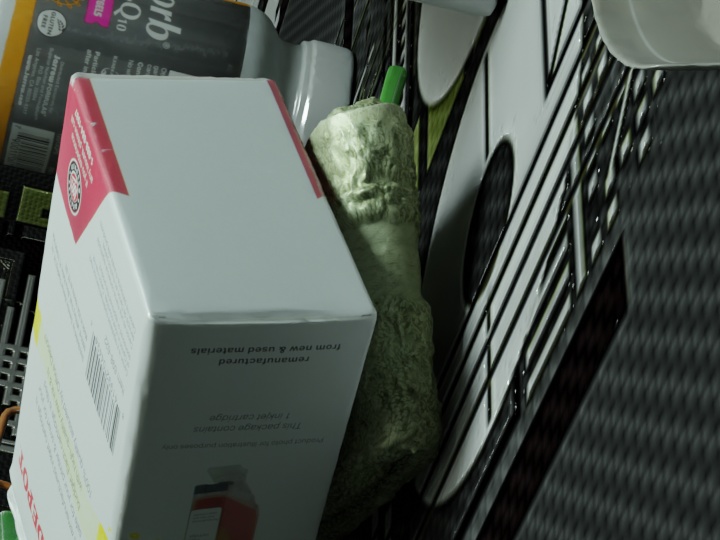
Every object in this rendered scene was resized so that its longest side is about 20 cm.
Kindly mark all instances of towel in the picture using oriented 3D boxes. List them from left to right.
[{"bbox_3d":[-0.019,0.031,0.889,0.200,0.036,0.149,136,131,-63],"label":"towel"}]

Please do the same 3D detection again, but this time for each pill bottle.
[{"bbox_3d":[-0.110,-0.097,1.242,0.116,0.199,0.117,-168,90,-81],"label":"pill bottle"}]

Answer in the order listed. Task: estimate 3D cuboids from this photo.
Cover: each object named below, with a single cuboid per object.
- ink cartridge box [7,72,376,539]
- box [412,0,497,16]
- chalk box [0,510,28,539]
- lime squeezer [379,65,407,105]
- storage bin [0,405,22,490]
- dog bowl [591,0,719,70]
[{"bbox_3d":[-0.070,0.049,0.855,0.145,0.083,0.201,-115,31,-46],"label":"ink cartridge box"},{"bbox_3d":[-0.026,-0.228,0.905,0.171,0.198,0.201,-107,31,-71],"label":"box"},{"bbox_3d":[-0.099,0.214,0.909,0.200,0.124,0.124,-108,38,-52],"label":"chalk box"},{"bbox_3d":[0.000,0.000,0.992,0.071,0.037,0.201,33,-114,-66],"label":"lime squeezer"},{"bbox_3d":[-0.116,0.124,1.126,0.135,0.145,0.201,-93,18,-66],"label":"storage bin"},{"bbox_3d":[0.101,-0.129,0.433,0.200,0.058,0.201,-167,90,-81],"label":"dog bowl"}]
